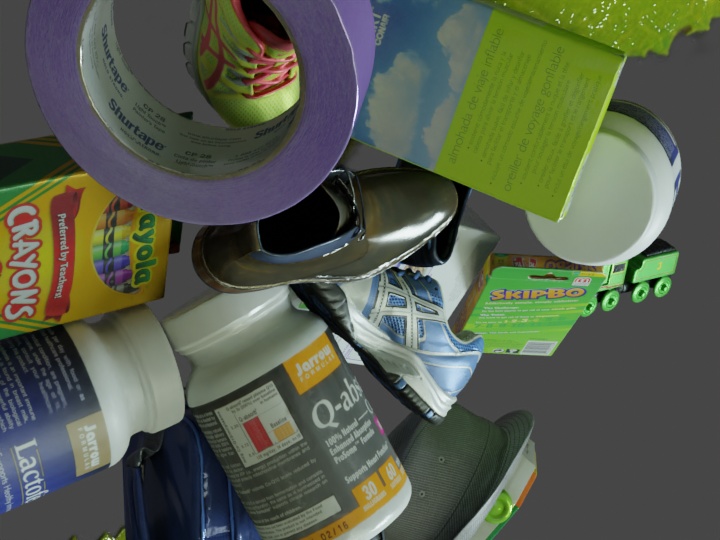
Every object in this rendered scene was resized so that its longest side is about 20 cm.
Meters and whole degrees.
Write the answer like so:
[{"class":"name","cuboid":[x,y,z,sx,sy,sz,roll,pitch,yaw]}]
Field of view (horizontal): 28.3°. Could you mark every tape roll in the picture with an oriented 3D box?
[{"class":"tape roll","cuboid":[-0.093,-0.129,0.839,0.197,0.066,0.202,5,124,7]}]

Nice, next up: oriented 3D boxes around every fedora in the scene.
[{"class":"fedora","cuboid":[0.065,0.188,1.322,0.090,0.177,0.201,36,82,-10]}]

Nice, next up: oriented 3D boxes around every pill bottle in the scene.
[{"class":"pill bottle","cuboid":[0.187,-0.068,1.103,0.116,0.115,0.200,-54,174,17]},{"class":"pill bottle","cuboid":[-0.230,0.098,0.992,0.198,0.116,0.117,-22,138,-23]},{"class":"pill bottle","cuboid":[-0.055,0.101,1.021,0.116,0.116,0.202,-30,97,-13]}]

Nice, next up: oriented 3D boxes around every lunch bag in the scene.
[{"class":"lunch bag","cuboid":[-0.117,0.185,1.121,0.131,0.135,0.203,-6,94,-38]}]

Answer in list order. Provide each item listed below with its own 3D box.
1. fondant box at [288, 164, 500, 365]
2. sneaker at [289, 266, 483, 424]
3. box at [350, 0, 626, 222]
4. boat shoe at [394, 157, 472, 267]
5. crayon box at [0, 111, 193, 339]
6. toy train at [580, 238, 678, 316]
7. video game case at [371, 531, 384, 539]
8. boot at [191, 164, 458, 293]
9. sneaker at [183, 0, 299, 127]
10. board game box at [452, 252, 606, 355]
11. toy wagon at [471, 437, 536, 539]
[{"class":"fondant box","cuboid":[0.000,0.000,1.138,0.199,0.058,0.145,11,118,-46]},{"class":"sneaker","cuboid":[0.011,0.020,1.041,0.077,0.076,0.200,-46,112,-9]},{"class":"box","cuboid":[0.070,-0.127,0.985,0.048,0.198,0.123,-37,148,-73]},{"class":"boat shoe","cuboid":[0.078,-0.096,1.057,0.084,0.068,0.203,10,96,-44]},{"class":"crayon box","cuboid":[-0.196,-0.028,0.952,0.198,0.051,0.128,-15,135,-30]},{"class":"toy train","cuboid":[0.223,0.009,1.351,0.198,0.042,0.057,-11,124,-32]},{"class":"video game case","cuboid":[-0.027,0.152,1.192,0.019,0.143,0.201,-28,140,-18]},{"class":"boot","cuboid":[-0.006,-0.030,0.944,0.198,0.076,0.097,-18,180,-23]},{"class":"sneaker","cuboid":[-0.065,-0.152,0.912,0.078,0.090,0.201,-27,141,-18]},{"class":"board game box","cuboid":[0.140,0.029,1.216,0.094,0.030,0.200,3,160,-6]},{"class":"toy wagon","cuboid":[0.099,0.245,1.396,0.201,0.039,0.155,-53,-176,15]}]
